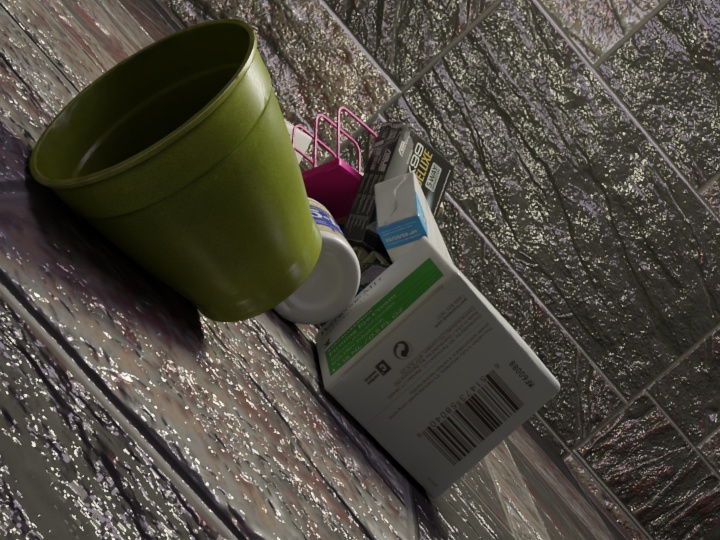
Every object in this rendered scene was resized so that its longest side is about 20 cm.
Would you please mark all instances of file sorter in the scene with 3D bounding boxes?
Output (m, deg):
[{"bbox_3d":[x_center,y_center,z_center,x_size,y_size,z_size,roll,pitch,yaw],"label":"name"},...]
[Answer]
[{"bbox_3d":[-0.075,-0.167,1.376,0.139,0.198,0.127,31,51,-49],"label":"file sorter"}]

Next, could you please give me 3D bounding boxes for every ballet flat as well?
[{"bbox_3d":[0.000,0.000,1.258,0.072,0.072,0.200,46,-12,-28],"label":"ballet flat"}]

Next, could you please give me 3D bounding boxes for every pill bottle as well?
[{"bbox_3d":[-0.079,-0.027,1.062,0.120,0.120,0.200,45,6,-28],"label":"pill bottle"}]

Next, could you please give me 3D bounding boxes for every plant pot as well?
[{"bbox_3d":[-0.128,-0.065,0.688,0.194,0.199,0.201,59,-2,-36],"label":"plant pot"}]

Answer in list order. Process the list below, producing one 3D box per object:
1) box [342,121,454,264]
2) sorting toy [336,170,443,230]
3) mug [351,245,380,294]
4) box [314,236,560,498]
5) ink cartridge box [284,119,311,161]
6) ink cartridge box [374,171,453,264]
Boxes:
[{"bbox_3d":[0.063,-0.112,1.331,0.049,0.202,0.157,12,-13,41],"label":"box"},{"bbox_3d":[0.023,-0.064,1.516,0.198,0.199,0.070,15,44,-29],"label":"sorting toy"},{"bbox_3d":[0.009,0.025,1.426,0.185,0.114,0.152,48,5,-2],"label":"mug"},{"bbox_3d":[0.083,0.108,0.989,0.200,0.199,0.171,47,5,-16],"label":"box"},{"bbox_3d":[-0.207,-0.261,1.497,0.144,0.085,0.199,38,11,38],"label":"ink cartridge box"},{"bbox_3d":[0.087,-0.031,1.250,0.116,0.067,0.201,-90,158,-51],"label":"ink cartridge box"}]
